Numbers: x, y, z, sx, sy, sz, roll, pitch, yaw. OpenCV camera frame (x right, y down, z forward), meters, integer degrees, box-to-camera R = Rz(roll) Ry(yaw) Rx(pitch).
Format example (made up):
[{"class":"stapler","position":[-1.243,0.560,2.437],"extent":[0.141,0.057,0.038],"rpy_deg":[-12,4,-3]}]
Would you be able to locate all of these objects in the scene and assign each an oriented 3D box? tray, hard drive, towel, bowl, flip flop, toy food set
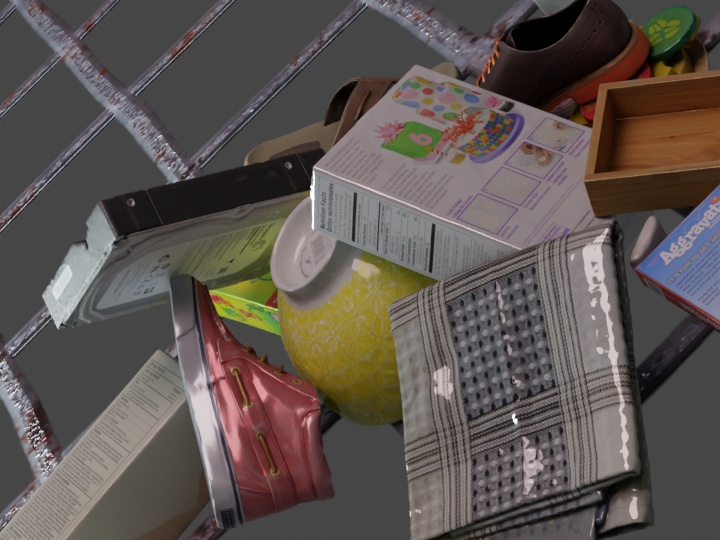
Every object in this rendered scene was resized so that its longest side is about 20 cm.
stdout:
[{"class":"tray","position":[0.251,-0.089,1.441],"extent":[0.199,0.037,0.099],"rpy_deg":[-5,43,19]},{"class":"hard drive","position":[-0.125,-0.023,1.636],"extent":[0.199,0.038,0.140],"rpy_deg":[-16,-21,-36]},{"class":"towel","position":[0.095,0.086,1.393],"extent":[0.192,0.034,0.201],"rpy_deg":[-20,66,37]},{"class":"bowl","position":[0.000,0.000,1.591],"extent":[0.200,0.107,0.201],"rpy_deg":[-34,40,35]},{"class":"flip flop","position":[-0.008,-0.128,1.842],"extent":[0.199,0.058,0.081],"rpy_deg":[-20,30,6]},{"class":"toy food set","position":[0.171,-0.114,1.630],"extent":[0.199,0.049,0.199],"rpy_deg":[-10,44,47]}]

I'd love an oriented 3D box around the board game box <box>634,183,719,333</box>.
[{"class":"board game box","position":[0.270,-0.044,1.343],"extent":[0.200,0.019,0.103],"rpy_deg":[-44,42,-9]}]

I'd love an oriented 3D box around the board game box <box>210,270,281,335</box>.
[{"class":"board game box","position":[-0.072,-0.006,1.803],"extent":[0.102,0.048,0.200],"rpy_deg":[-52,30,-14]}]

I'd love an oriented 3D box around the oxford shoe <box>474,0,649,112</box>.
[{"class":"oxford shoe","position":[0.111,-0.144,1.619],"extent":[0.199,0.073,0.071],"rpy_deg":[-30,32,25]}]

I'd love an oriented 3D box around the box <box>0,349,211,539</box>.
[{"class":"box","position":[-0.178,0.167,1.678],"extent":[0.200,0.078,0.095],"rpy_deg":[-49,29,-8]}]

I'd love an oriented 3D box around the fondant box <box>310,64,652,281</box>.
[{"class":"fondant box","position":[0.086,-0.054,1.512],"extent":[0.199,0.059,0.144],"rpy_deg":[23,45,21]}]

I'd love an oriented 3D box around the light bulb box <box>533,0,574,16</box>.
[{"class":"light bulb box","position":[0.212,-0.341,1.795],"extent":[0.198,0.125,0.201],"rpy_deg":[-23,34,35]}]

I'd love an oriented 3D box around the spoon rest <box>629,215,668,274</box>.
[{"class":"spoon rest","position":[0.268,0.001,1.362],"extent":[0.199,0.061,0.100],"rpy_deg":[5,55,38]}]

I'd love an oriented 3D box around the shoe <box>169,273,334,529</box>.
[{"class":"shoe","position":[-0.080,0.086,1.594],"extent":[0.090,0.072,0.201],"rpy_deg":[-12,61,-7]}]
